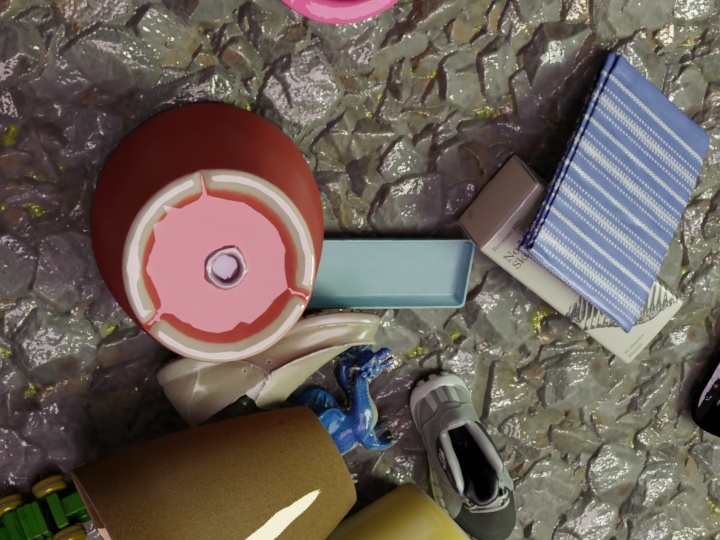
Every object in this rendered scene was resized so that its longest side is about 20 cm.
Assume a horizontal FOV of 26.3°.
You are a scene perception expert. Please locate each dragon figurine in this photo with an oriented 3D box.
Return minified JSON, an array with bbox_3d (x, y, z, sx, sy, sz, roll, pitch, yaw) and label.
[{"bbox_3d":[-0.035,0.145,1.379,0.200,0.059,0.099,-44,119,7],"label":"dragon figurine"}]

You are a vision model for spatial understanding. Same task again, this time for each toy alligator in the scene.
[{"bbox_3d":[-0.257,0.212,1.358,0.198,0.060,0.054,-23,164,-12],"label":"toy alligator"}]

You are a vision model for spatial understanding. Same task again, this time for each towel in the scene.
[{"bbox_3d":[0.221,-0.068,1.319,0.144,0.024,0.201,34,73,-29],"label":"towel"}]

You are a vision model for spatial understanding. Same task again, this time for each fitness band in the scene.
[{"bbox_3d":[-0.033,-0.282,1.183,0.143,0.037,0.200,-40,118,6],"label":"fitness band"}]

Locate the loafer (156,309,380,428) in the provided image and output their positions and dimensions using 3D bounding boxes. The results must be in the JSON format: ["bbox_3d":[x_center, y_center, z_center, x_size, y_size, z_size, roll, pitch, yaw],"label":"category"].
[{"bbox_3d":[-0.073,0.084,1.322,0.198,0.076,0.069,-17,87,3],"label":"loafer"}]

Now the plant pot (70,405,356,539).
[{"bbox_3d":[-0.109,0.202,1.273,0.199,0.186,0.188,-27,120,-15],"label":"plant pot"}]

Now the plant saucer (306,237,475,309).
[{"bbox_3d":[0.000,0.000,1.338,0.198,0.019,0.071,0,121,-14],"label":"plant saucer"}]

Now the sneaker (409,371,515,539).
[{"bbox_3d":[0.104,0.199,1.412,0.074,0.116,0.201,-27,119,-1],"label":"sneaker"}]

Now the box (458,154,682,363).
[{"bbox_3d":[0.187,-0.008,1.361,0.199,0.068,0.082,34,103,-27],"label":"box"}]

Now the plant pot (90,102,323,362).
[{"bbox_3d":[-0.112,-0.019,1.183,0.198,0.177,0.203,-2,102,-9],"label":"plant pot"}]

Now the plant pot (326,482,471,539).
[{"bbox_3d":[0.019,0.304,1.406,0.189,0.200,0.201,-41,120,-10],"label":"plant pot"}]

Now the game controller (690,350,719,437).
[{"bbox_3d":[0.399,0.078,1.479,0.103,0.042,0.201,19,108,-23],"label":"game controller"}]
